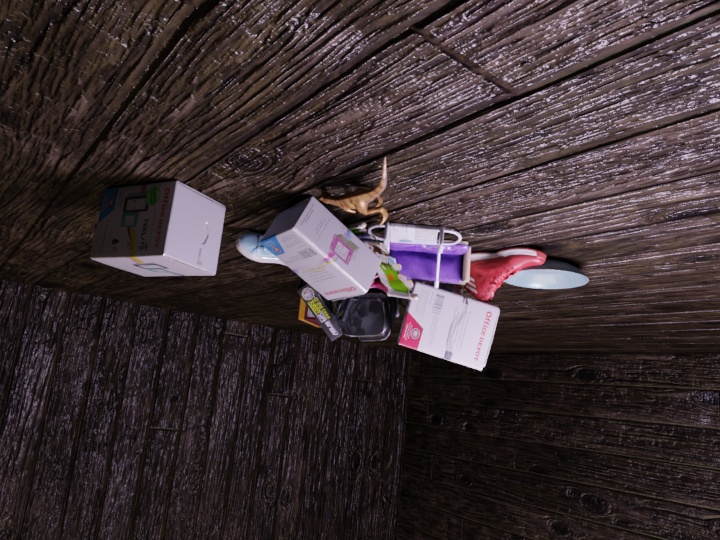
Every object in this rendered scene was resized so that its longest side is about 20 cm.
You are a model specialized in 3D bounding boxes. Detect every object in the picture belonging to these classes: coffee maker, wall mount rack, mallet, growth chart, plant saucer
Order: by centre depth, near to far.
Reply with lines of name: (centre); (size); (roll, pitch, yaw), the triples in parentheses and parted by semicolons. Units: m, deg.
growth chart: (0.039, -0.019, 1.127); (0.201, 0.018, 0.144); (54, 162, -7)
wall mount rack: (0.109, -0.035, 1.154); (0.197, 0.076, 0.174); (5, 154, 7)
mallet: (-0.003, 0.018, 1.216); (0.041, 0.202, 0.066); (29, 152, -26)
plant saucer: (0.439, 0.005, 1.310); (0.197, 0.039, 0.201); (5, 167, 1)
coffee maker: (0.043, 0.094, 1.389); (0.190, 0.136, 0.200); (-26, -177, 7)

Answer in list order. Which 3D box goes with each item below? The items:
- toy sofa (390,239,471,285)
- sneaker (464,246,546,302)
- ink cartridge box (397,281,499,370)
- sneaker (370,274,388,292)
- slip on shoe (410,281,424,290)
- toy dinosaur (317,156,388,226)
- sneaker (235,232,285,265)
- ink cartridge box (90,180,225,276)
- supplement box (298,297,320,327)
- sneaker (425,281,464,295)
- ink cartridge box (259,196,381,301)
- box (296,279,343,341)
toy sofa: (0.146, -0.020, 1.233); (0.197, 0.084, 0.098); (5, 169, 6)
sneaker: (0.320, 0.016, 1.232); (0.078, 0.117, 0.198); (17, 163, -42)
ink cartridge box: (0.198, 0.125, 1.249); (0.197, 0.147, 0.083); (17, 176, 3)
sneaker: (0.000, 0.000, 1.295); (0.197, 0.096, 0.079); (15, 134, -15)
slip on shoe: (0.076, -0.001, 1.396); (0.197, 0.077, 0.061); (11, 150, -4)
toy dinosaur: (0.006, -0.119, 0.913); (0.105, 0.061, 0.198); (19, 162, -39)
sneaker: (-0.186, -0.061, 1.276); (0.197, 0.075, 0.082); (12, 143, -23)
ink cartridge box: (-0.395, -0.076, 1.086); (0.197, 0.149, 0.146); (-1, 165, 26)
supplement box: (-0.075, 0.114, 1.805); (0.197, 0.135, 0.197); (2, 167, 15)
sneaker: (0.253, 0.029, 1.339); (0.198, 0.110, 0.067); (7, 168, -6)
ink cartridge box: (-0.077, -0.036, 1.087); (0.200, 0.085, 0.144); (43, 150, -23)
box: (-0.095, 0.078, 1.454); (0.044, 0.161, 0.200); (-31, -168, 10)
